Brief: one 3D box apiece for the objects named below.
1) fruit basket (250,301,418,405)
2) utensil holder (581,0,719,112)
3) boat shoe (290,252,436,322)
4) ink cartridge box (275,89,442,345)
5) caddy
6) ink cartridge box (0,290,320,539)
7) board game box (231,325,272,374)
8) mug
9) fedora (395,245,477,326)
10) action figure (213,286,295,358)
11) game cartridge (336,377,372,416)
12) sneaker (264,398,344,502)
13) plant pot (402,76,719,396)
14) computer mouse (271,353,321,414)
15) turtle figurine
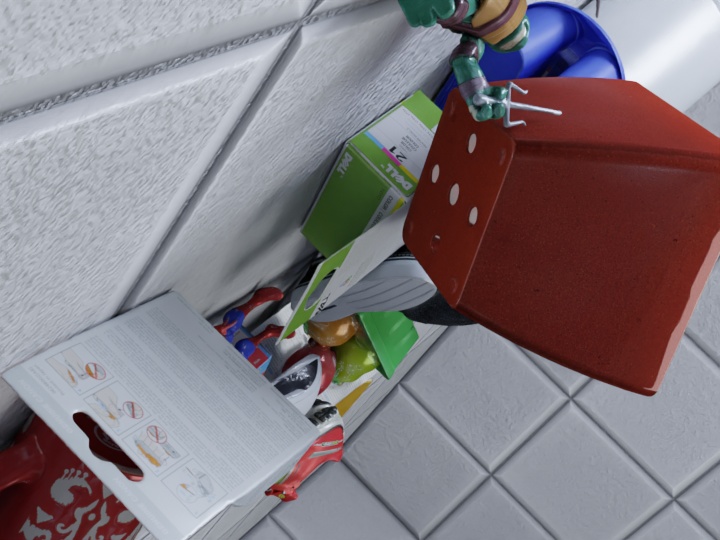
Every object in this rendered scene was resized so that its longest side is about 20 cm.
[{"bbox_3d":[-0.042,0.081,1.353,0.200,0.094,0.185,-33,137,-7],"label":"fruit basket"},{"bbox_3d":[0.299,-0.229,1.367,0.200,0.170,0.170,-40,170,-26],"label":"utensil holder"},{"bbox_3d":[0.000,0.000,1.200,0.200,0.072,0.071,-12,-121,48],"label":"boat shoe"},{"bbox_3d":[-0.009,-0.046,1.050,0.200,0.076,0.148,-38,169,-34],"label":"ink cartridge box"},{"bbox_3d":[0.156,-0.152,1.126,0.105,0.141,0.200,-32,166,-38],"label":"caddy"},{"bbox_3d":[-0.138,0.106,0.848,0.047,0.160,0.200,-51,170,29],"label":"ink cartridge box"},{"bbox_3d":[-0.191,0.161,1.209,0.200,0.056,0.196,-41,170,-28],"label":"board game box"},{"bbox_3d":[-0.231,0.185,0.889,0.200,0.133,0.177,-53,171,23],"label":"mug"},{"bbox_3d":[0.099,-0.004,1.234,0.201,0.200,0.092,-50,-159,28],"label":"fedora"},{"bbox_3d":[-0.131,0.079,1.090,0.052,0.066,0.200,3,-154,37],"label":"action figure"},{"bbox_3d":[-0.102,0.180,1.543,0.176,0.033,0.200,-1,149,-30],"label":"game cartridge"},{"bbox_3d":[-0.096,0.212,1.284,0.200,0.085,0.077,-24,-155,-26],"label":"sneaker"},{"bbox_3d":[0.147,-0.045,0.953,0.200,0.176,0.200,-121,-134,-59],"label":"plant pot"},{"bbox_3d":[-0.099,0.150,1.226,0.200,0.044,0.110,-34,166,-39],"label":"computer mouse"},{"bbox_3d":[0.098,-0.180,0.850,0.150,0.101,0.200,-63,154,3],"label":"turtle figurine"}]
